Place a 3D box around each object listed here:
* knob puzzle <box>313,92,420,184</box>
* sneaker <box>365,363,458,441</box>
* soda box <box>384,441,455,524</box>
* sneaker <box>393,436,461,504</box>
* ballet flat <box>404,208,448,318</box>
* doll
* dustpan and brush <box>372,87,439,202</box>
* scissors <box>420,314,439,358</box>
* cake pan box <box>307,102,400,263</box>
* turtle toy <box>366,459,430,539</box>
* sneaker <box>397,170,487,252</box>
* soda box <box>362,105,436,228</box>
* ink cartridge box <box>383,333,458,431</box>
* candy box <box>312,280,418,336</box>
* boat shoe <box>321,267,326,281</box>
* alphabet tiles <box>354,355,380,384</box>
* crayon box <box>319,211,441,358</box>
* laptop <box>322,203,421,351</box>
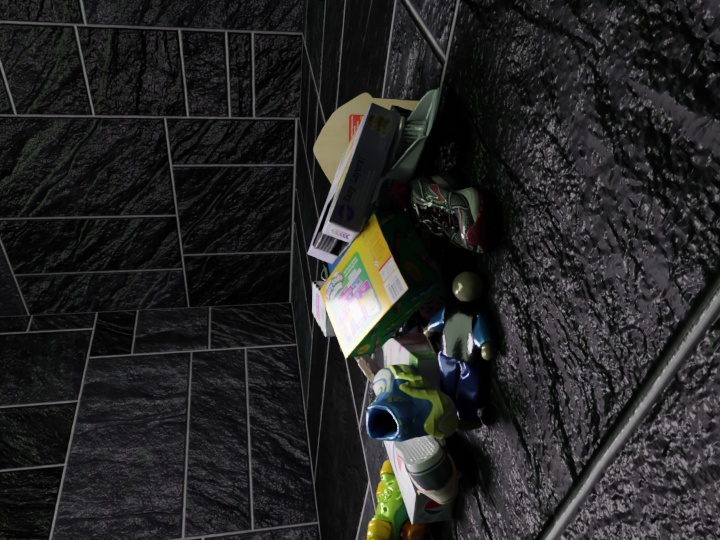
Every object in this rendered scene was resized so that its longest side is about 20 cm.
[{"bbox_3d":[0.012,-0.209,1.043,0.030,0.219,0.221,-35,-50,-61],"label":"knob puzzle"},{"bbox_3d":[0.041,0.177,0.807,0.200,0.105,0.076,-176,81,-66],"label":"sneaker"},{"bbox_3d":[0.092,0.315,0.980,0.200,0.068,0.064,-113,24,-63],"label":"soda box"},{"bbox_3d":[0.100,0.283,0.894,0.080,0.078,0.200,60,-176,-3],"label":"sneaker"},{"bbox_3d":[0.095,-0.031,0.886,0.071,0.069,0.201,76,-167,-78],"label":"ballet flat"},{"bbox_3d":[0.129,0.100,0.779,0.136,0.048,0.201,24,115,57],"label":"doll"},{"bbox_3d":[0.051,-0.160,0.872,0.140,0.057,0.200,-75,3,-47],"label":"dustpan and brush"},{"bbox_3d":[0.085,0.063,0.912,0.014,0.073,0.200,-42,22,20],"label":"scissors"},{"bbox_3d":[-0.015,-0.118,0.886,0.184,0.052,0.201,135,154,-73],"label":"cake pan box"},{"bbox_3d":[0.069,0.433,1.029,0.146,0.101,0.200,-71,-10,-45],"label":"turtle toy"},{"bbox_3d":[0.109,-0.073,0.781,0.200,0.074,0.081,-123,23,-65],"label":"sneaker"},{"bbox_3d":[0.053,-0.159,0.973,0.071,0.063,0.201,-112,38,-58],"label":"soda box"},{"bbox_3d":[0.091,0.169,0.950,0.200,0.067,0.118,-151,58,-76],"label":"ink cartridge box"},{"bbox_3d":[0.001,0.067,1.128,0.200,0.167,0.072,-148,58,-76],"label":"candy box"},{"bbox_3d":[0.000,0.000,1.040,0.200,0.068,0.084,-30,71,53],"label":"boat shoe"},{"bbox_3d":[0.024,0.191,1.137,0.196,0.015,0.200,53,180,29],"label":"alphabet tiles"},{"bbox_3d":[0.020,0.025,0.837,0.200,0.058,0.119,-53,52,47],"label":"crayon box"},{"bbox_3d":[0.009,0.019,0.918,0.200,0.103,0.178,114,145,-75],"label":"laptop"}]
